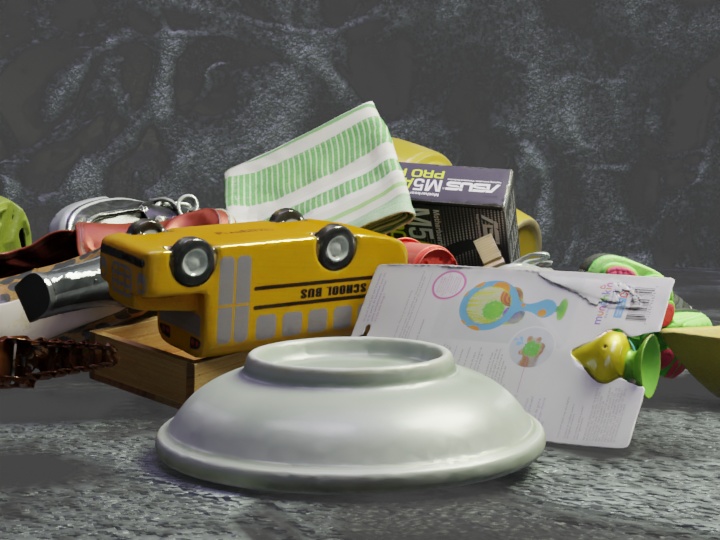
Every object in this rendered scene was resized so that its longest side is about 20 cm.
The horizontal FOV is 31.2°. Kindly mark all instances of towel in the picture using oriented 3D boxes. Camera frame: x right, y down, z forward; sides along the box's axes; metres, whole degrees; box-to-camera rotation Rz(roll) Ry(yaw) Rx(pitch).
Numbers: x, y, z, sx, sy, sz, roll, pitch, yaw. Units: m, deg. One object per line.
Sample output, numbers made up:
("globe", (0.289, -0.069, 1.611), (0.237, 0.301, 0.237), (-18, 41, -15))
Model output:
("towel", (-0.041, -0.059, 0.997), (0.152, 0.023, 0.200), (-24, 28, 8))

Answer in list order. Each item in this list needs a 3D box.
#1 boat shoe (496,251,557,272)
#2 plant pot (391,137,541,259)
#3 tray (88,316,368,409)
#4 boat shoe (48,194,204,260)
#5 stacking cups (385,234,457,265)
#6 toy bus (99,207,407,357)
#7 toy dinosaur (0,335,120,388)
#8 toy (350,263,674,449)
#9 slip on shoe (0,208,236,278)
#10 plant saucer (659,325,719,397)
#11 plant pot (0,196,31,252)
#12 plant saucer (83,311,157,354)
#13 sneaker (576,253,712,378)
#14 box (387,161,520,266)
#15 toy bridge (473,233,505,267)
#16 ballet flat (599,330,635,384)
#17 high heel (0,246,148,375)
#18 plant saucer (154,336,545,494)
("boat shoe", (0.133, 0.027, 0.980), (0.074, 0.065, 0.202), (-28, -23, 20))
("plant pot", (0.083, -0.022, 1.379), (0.188, 0.202, 0.200), (21, 11, 27))
("tray", (-0.077, 0.051, 0.885), (0.098, 0.037, 0.200), (12, 15, 37))
("boat shoe", (-0.154, -0.023, 1.034), (0.068, 0.074, 0.199), (-15, -17, 39))
("stacking cups", (0.000, 0.000, 0.959), (0.060, 0.061, 0.200), (-1, 7, -34))
("toy bus", (-0.065, 0.006, 0.826), (0.199, 0.079, 0.065), (-7, 17, -38))
("toy dinosaur", (-0.251, 0.045, 0.765), (0.199, 0.103, 0.136), (-20, -13, -4))
("toy", (0.084, 0.056, 0.773), (0.199, 0.116, 0.047), (0, -37, 34))
("slip on shoe", (-0.185, -0.006, 0.935), (0.199, 0.061, 0.074), (-16, 43, -3))
("plant saucer", (0.342, 0.068, 0.877), (0.199, 0.049, 0.200), (-1, 4, -30))
("plant pot", (-0.384, -0.014, 1.067), (0.189, 0.201, 0.200), (12, 5, 11))
("plant saucer", (-0.199, 0.044, 1.037), (0.199, 0.049, 0.200), (1, 3, 16))
("sneaker", (0.196, 0.030, 0.960), (0.084, 0.077, 0.200), (39, 5, 32))
("box", (0.057, -0.010, 1.108), (0.159, 0.044, 0.200), (6, -38, 15))
("toy bridge", (0.021, 0.036, 0.985), (0.199, 0.027, 0.067), (-23, 38, 3))
("ballet flat", (0.087, 0.058, 0.864), (0.199, 0.068, 0.067), (1, 26, 42))
("high heel", (-0.216, 0.030, 0.891), (0.199, 0.072, 0.142), (-21, -3, 38))
("plant saucer", (-0.005, 0.066, 0.658), (0.199, 0.051, 0.200), (0, 6, 0))
